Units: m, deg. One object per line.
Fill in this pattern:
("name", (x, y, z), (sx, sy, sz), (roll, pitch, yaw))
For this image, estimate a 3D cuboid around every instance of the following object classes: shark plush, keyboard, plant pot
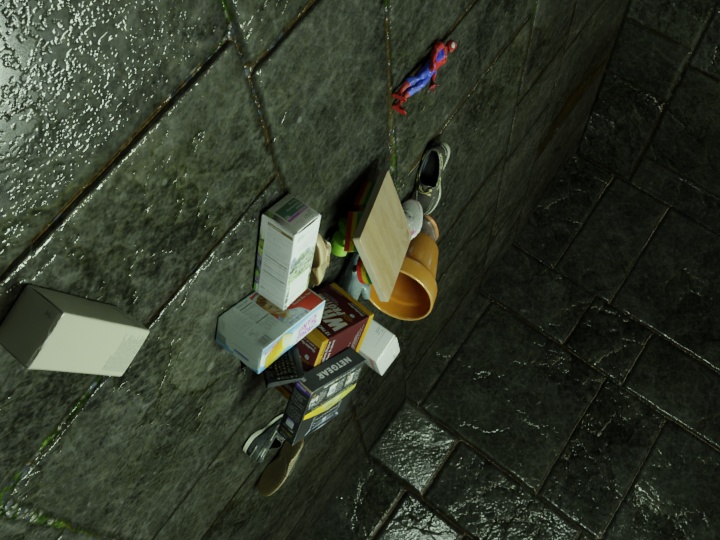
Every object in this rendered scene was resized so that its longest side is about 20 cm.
("shark plush", (0.000, 0.000, 1.737), (0.204, 0.089, 0.083), (-65, 172, 11))
("keyboard", (-0.185, 0.158, 1.407), (0.124, 0.201, 0.021), (-13, 123, -9))
("plant pot", (0.128, -0.001, 1.959), (0.202, 0.196, 0.185), (99, 14, -52))

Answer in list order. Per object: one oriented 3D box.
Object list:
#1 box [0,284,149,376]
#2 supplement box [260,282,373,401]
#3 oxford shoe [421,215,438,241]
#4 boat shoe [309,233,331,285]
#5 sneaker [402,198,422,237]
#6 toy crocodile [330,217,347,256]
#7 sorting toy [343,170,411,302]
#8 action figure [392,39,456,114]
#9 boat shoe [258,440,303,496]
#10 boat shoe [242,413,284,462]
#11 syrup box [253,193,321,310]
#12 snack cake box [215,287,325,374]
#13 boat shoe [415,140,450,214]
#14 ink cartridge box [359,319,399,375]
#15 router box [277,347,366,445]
("box", (-0.365, 0.083, 0.936), (0.083, 0.068, 0.200), (-56, 162, -3))
("supplement box", (-0.102, 0.168, 1.657), (0.198, 0.132, 0.200), (-24, 143, -51))
("oxford shoe", (0.177, -0.086, 2.113), (0.073, 0.071, 0.202), (-41, 157, -27))
("boat shoe", (-0.095, -0.040, 1.469), (0.065, 0.070, 0.201), (-56, 171, -21))
("sneaker", (0.095, -0.106, 1.836), (0.202, 0.080, 0.089), (-57, 159, -19))
("toy crocodile", (-0.013, -0.079, 1.621), (0.199, 0.061, 0.069), (-24, 143, -61))
("sorting toy", (0.030, -0.074, 1.573), (0.202, 0.068, 0.202), (-68, 148, -35))
("action figure", (0.140, -0.412, 1.505), (0.202, 0.051, 0.066), (-54, 159, -19))
("boat shoe", (-0.226, 0.578, 2.134), (0.201, 0.072, 0.065), (-53, 157, -14))
("boat shoe", (-0.230, 0.444, 1.912), (0.199, 0.067, 0.073), (-28, 145, -60))
("syrup box", (-0.138, -0.032, 1.334), (0.079, 0.080, 0.203), (-43, 157, -40))
("snack cake box", (-0.172, 0.096, 1.401), (0.199, 0.114, 0.068), (-37, 153, -45))
("boat shoe", (0.175, -0.232, 1.860), (0.060, 0.071, 0.205), (-36, 145, -53))
("ink cartridge box", (-0.005, 0.161, 1.819), (0.085, 0.198, 0.145), (-52, 161, -13))
("router box", (-0.084, 0.275, 1.596), (0.198, 0.052, 0.160), (-23, 141, -51))
